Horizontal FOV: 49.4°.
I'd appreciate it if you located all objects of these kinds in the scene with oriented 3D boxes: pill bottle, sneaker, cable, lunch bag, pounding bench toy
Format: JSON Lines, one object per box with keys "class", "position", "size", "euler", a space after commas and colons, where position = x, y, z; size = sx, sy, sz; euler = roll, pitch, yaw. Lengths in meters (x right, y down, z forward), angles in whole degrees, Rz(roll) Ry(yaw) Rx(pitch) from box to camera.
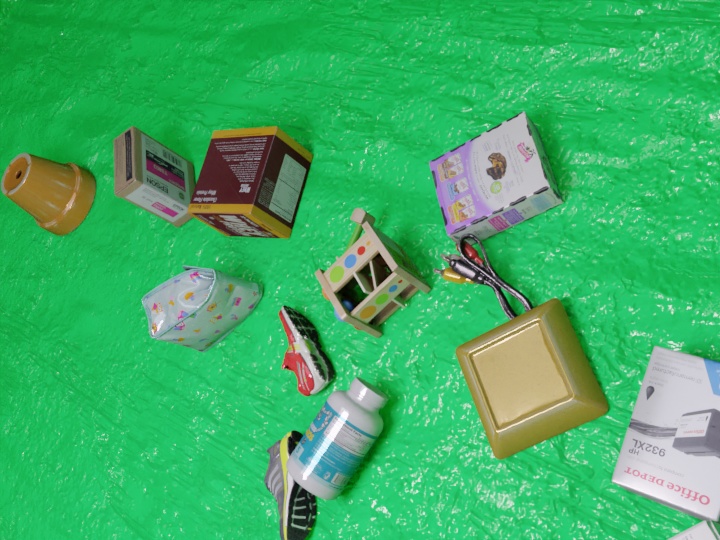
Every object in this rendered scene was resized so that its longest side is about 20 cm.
{"class": "pill bottle", "position": [-0.034, 0.287, 1.359], "size": [0.111, 0.111, 0.201], "euler": [34, 90, 40]}
{"class": "sneaker", "position": [-0.132, 0.397, 1.416], "size": [0.081, 0.074, 0.201], "euler": [-29, 49, 34]}
{"class": "sneaker", "position": [-0.125, 0.153, 1.509], "size": [0.085, 0.077, 0.201], "euler": [-42, 51, 19]}
{"class": "cable", "position": [0.220, 0.008, 1.328], "size": [0.199, 0.050, 0.098], "euler": [32, 106, 20]}
{"class": "lunch bag", "position": [-0.321, 0.067, 1.622], "size": [0.199, 0.170, 0.122], "euler": [-34, 61, 18]}
{"class": "pounding bench toy", "position": [0.000, 0.000, 1.454], "size": [0.156, 0.124, 0.200], "euler": [-43, 51, 13]}

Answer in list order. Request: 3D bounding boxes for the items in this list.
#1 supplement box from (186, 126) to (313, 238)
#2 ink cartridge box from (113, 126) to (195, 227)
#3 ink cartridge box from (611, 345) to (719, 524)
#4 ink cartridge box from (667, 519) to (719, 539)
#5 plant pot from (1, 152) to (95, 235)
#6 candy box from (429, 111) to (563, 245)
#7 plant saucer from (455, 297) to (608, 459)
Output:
{"class": "supplement box", "position": [-0.240, -0.188, 1.703], "size": [0.196, 0.133, 0.201], "euler": [4, 72, 36]}
{"class": "ink cartridge box", "position": [-0.482, -0.219, 1.845], "size": [0.075, 0.200, 0.166], "euler": [-28, 57, 23]}
{"class": "ink cartridge box", "position": [0.447, 0.223, 1.061], "size": [0.144, 0.084, 0.201], "euler": [14, 79, 38]}
{"class": "ink cartridge box", "position": [0.385, 0.403, 0.985], "size": [0.200, 0.145, 0.084], "euler": [-36, 54, 17]}
{"class": "plant pot", "position": [-0.858, -0.222, 2.125], "size": [0.199, 0.183, 0.202], "euler": [-15, 62, 30]}
{"class": "candy box", "position": [0.237, -0.158, 1.390], "size": [0.199, 0.071, 0.169], "euler": [-25, 57, 25]}
{"class": "plant saucer", "position": [0.256, 0.167, 1.231], "size": [0.199, 0.048, 0.201], "euler": [-30, 63, 21]}
